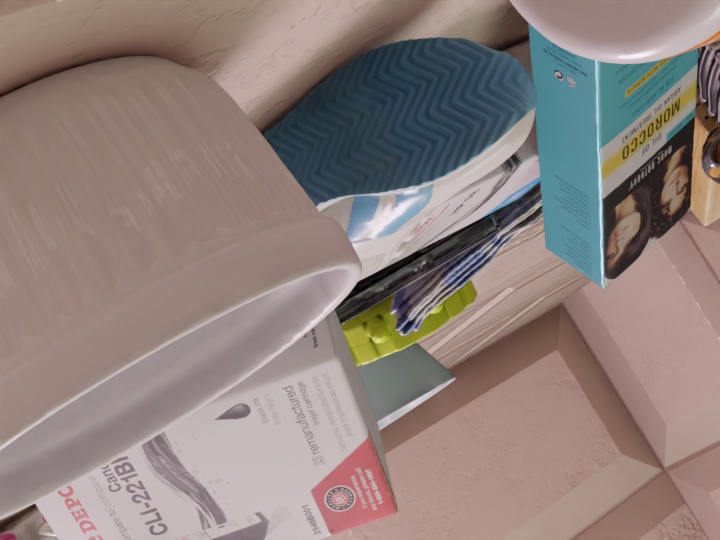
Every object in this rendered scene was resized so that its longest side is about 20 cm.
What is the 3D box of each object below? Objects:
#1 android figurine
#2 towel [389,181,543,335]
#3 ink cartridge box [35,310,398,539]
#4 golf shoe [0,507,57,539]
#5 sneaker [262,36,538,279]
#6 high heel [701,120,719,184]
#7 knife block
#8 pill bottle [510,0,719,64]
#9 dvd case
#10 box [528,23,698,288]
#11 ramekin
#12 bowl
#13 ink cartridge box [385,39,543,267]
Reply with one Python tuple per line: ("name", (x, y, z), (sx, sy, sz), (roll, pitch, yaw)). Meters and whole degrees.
("android figurine", (0.022, 0.022, 1.121), (0.180, 0.041, 0.200), (-28, -169, -1))
("towel", (0.098, -0.050, 0.996), (0.200, 0.024, 0.147), (-43, -164, 25))
("ink cartridge box", (-0.093, 0.104, 0.855), (0.197, 0.084, 0.145), (-18, 130, 3))
("golf shoe", (-0.322, 0.269, 1.443), (0.198, 0.076, 0.091), (-25, -175, -28))
("sneaker", (0.004, -0.046, 0.692), (0.199, 0.077, 0.080), (-27, 154, 29))
("high heel", (0.313, -0.124, 0.921), (0.142, 0.072, 0.200), (-18, 157, -45))
("knife block", (0.269, -0.111, 1.031), (0.063, 0.201, 0.176), (-30, -159, -2))
("pill bottle", (0.140, -0.147, 0.522), (0.199, 0.114, 0.113), (-23, 168, -46))
("dvd case", (0.000, 0.000, 0.985), (0.148, 0.016, 0.200), (-31, -169, -12))
("box", (0.140, -0.084, 0.775), (0.082, 0.049, 0.201), (-40, 146, -18))
("ramekin", (-0.107, 0.007, 0.539), (0.199, 0.106, 0.200), (-31, 172, -5))
("bowl", (0.008, 0.141, 1.744), (0.199, 0.106, 0.201), (-31, 171, -5))
("ink cartridge box", (0.038, -0.058, 0.823), (0.199, 0.067, 0.116), (-27, 171, -34))
